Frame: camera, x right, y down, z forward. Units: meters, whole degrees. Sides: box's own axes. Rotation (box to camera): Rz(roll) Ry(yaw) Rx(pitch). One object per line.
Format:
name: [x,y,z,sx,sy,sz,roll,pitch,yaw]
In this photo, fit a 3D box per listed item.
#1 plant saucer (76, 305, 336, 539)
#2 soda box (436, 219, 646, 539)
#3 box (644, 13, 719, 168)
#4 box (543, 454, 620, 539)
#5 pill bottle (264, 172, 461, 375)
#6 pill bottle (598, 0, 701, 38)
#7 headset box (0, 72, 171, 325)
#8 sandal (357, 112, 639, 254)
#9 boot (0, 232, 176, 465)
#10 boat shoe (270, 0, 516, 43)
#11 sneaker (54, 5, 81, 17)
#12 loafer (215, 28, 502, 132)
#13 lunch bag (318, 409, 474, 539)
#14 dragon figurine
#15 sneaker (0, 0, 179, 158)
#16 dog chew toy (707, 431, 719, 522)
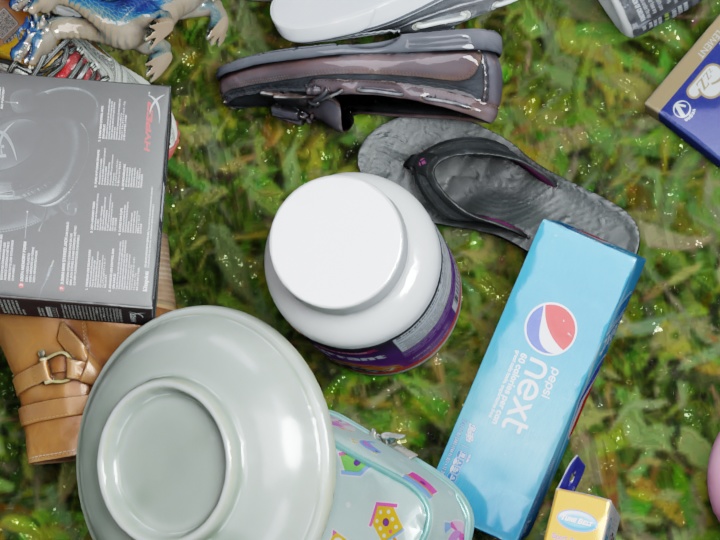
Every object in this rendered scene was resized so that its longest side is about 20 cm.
plant saucer: [-0.110,0.121,1.628,0.200,0.050,0.200,-2,86,33]
soda box: [0.113,0.071,1.668,0.068,0.064,0.200,24,95,11]
box: [0.302,-0.092,1.703,0.200,0.032,0.121,40,87,12]
box: [0.127,0.219,1.628,0.041,0.119,0.200,15,83,11]
pill bottle: [0.000,0.000,1.644,0.111,0.200,0.112,-2,79,8]
pill bottle: [0.237,-0.244,1.702,0.200,0.106,0.106,-29,77,2]
headset box: [-0.226,-0.048,1.677,0.200,0.077,0.149,3,79,-2]
sandal: [0.092,-0.054,1.718,0.200,0.048,0.075,23,84,12]
boot: [-0.220,0.053,1.741,0.200,0.077,0.155,0,84,1]
boat shoe: [0.040,-0.185,1.739,0.200,0.068,0.072,-22,45,-4]
sneaker: [-0.215,-0.236,1.736,0.200,0.074,0.079,40,117,-2]
loafer: [-0.002,-0.119,1.724,0.200,0.072,0.063,-6,85,19]
lunch bag: [-0.026,0.190,1.647,0.160,0.077,0.200,29,103,31]
dragon figurine: [-0.136,-0.186,1.688,0.200,0.059,0.099,-36,61,-27]
sneaker: [-0.209,-0.132,1.759,0.200,0.082,0.078,38,87,12]
dog chew toy: [0.297,0.173,1.615,0.124,0.125,0.200,-23,85,4]
